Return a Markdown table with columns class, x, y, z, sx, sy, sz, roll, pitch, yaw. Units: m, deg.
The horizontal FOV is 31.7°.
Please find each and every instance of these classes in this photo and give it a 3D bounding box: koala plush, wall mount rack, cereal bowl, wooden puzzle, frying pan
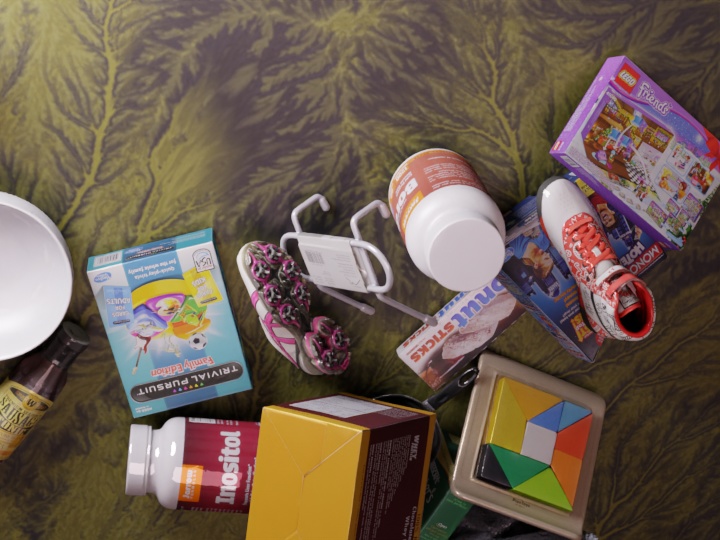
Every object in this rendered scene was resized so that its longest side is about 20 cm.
| class | x | y | z | sx | sy | sz | roll | pitch | yaw |
| --- | --- | --- | --- | --- | --- | --- | --- | --- | --- |
| koala plush | 0.201 | 0.401 | 1.651 | 0.183 | 0.178 | 0.201 | -19 | 129 | -13 |
| wall mount rack | 0.000 | 0.000 | 1.466 | 0.074 | 0.199 | 0.175 | -35 | 116 | -30 |
| cereal bowl | -0.423 | -0.002 | 1.434 | 0.198 | 0.083 | 0.201 | -3 | 114 | -6 |
| wooden puzzle | 0.214 | 0.213 | 1.570 | 0.184 | 0.201 | 0.037 | 22 | 153 | -14 |
| frying pan | 0.061 | 0.176 | 1.597 | 0.114 | 0.031 | 0.191 | 25 | 109 | 0 |

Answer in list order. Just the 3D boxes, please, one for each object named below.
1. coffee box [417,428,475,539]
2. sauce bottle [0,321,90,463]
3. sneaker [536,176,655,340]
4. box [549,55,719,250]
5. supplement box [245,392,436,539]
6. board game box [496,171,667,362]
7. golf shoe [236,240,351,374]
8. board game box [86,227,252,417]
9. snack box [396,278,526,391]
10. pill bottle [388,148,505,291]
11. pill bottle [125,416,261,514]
| class | x | y | z | sx | sy | sz | roll | pitch | yaw |
| --- | --- | --- | --- | --- | --- | --- | --- | --- | --- |
| coffee box | 0.076 | 0.314 | 1.622 | 0.044 | 0.123 | 0.201 | 28 | 108 | -18 |
| sauce bottle | -0.398 | 0.145 | 1.512 | 0.066 | 0.066 | 0.200 | 34 | 105 | -20 |
| sneaker | 0.272 | -0.013 | 1.437 | 0.067 | 0.108 | 0.202 | -26 | 104 | -13 |
| box | 0.332 | -0.135 | 1.481 | 0.200 | 0.039 | 0.137 | 37 | 81 | -20 |
| supplement box | -0.021 | 0.261 | 1.497 | 0.132 | 0.200 | 0.199 | 10 | 95 | 28 |
| board game box | 0.259 | -0.003 | 1.523 | 0.199 | 0.062 | 0.201 | -35 | 107 | -11 |
| golf shoe | -0.096 | 0.051 | 1.501 | 0.092 | 0.073 | 0.201 | -6 | 127 | 41 |
| board game box | -0.224 | 0.064 | 1.511 | 0.150 | 0.047 | 0.201 | -14 | 114 | -2 |
| snack box | 0.141 | 0.060 | 1.572 | 0.200 | 0.024 | 0.072 | -43 | 110 | 11 |
| pill bottle | 0.099 | -0.055 | 1.420 | 0.111 | 0.200 | 0.113 | -3 | 114 | -7 |
| pill bottle | -0.186 | 0.239 | 1.556 | 0.198 | 0.113 | 0.114 | 5 | 113 | -10 |
